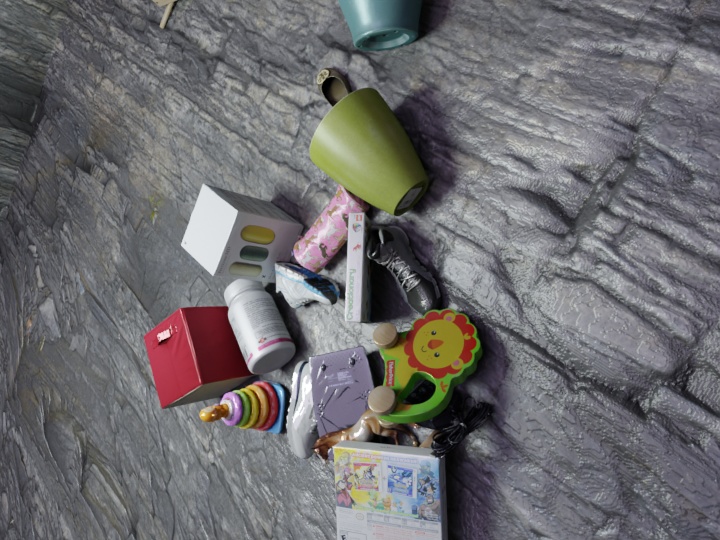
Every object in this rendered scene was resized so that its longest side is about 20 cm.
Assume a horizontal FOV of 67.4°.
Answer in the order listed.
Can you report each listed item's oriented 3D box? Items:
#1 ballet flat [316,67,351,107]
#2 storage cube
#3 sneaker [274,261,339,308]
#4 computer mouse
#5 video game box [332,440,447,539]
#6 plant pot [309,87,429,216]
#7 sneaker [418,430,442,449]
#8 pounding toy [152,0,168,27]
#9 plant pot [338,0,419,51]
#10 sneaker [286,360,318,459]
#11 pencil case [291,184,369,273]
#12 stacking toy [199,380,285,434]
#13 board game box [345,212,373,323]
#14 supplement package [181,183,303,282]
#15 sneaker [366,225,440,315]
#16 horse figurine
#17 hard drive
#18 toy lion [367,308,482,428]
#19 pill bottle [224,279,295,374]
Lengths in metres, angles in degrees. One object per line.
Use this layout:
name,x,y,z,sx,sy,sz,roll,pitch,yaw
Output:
ballet flat,-0.049,-0.381,1.191,0.067,0.046,0.202,-42,61,25
storage cube,-0.383,0.204,1.290,0.169,0.198,0.183,-31,72,30
sneaker,-0.120,0.048,1.187,0.198,0.074,0.089,24,110,43
computer mouse,0.118,0.242,0.950,0.199,0.137,0.054,31,139,42
video game box,0.050,0.396,0.926,0.195,0.047,0.187,-2,93,24
plant pot,0.034,-0.208,1.039,0.201,0.186,0.188,48,113,15
sneaker,0.112,0.379,0.961,0.090,0.067,0.202,40,106,21
pounding toy,-0.583,-0.884,1.643,0.181,0.141,0.205,5,77,38
plant pot,0.042,-0.547,1.062,0.197,0.198,0.193,-3,98,37
sneaker,-0.101,0.293,1.133,0.079,0.076,0.205,0,85,28
pencil case,-0.063,-0.091,1.145,0.086,0.083,0.201,37,113,-10
stacking toy,-0.267,0.302,1.178,0.114,0.198,0.113,2,85,38
board game box,0.000,0.000,1.054,0.034,0.126,0.205,1,84,9
supplement package,-0.266,-0.079,1.227,0.150,0.198,0.154,34,105,36
sneaker,0.065,-0.003,1.007,0.075,0.114,0.202,-43,60,25
horse figurine,0.020,0.313,1.001,0.199,0.050,0.133,-42,81,3
hard drive,-0.027,0.261,1.069,0.132,0.042,0.205,-14,79,17
toy lion,0.115,0.159,0.927,0.187,0.069,0.203,-9,48,17
pill bottle,-0.234,0.121,1.231,0.113,0.112,0.202,-43,61,25
